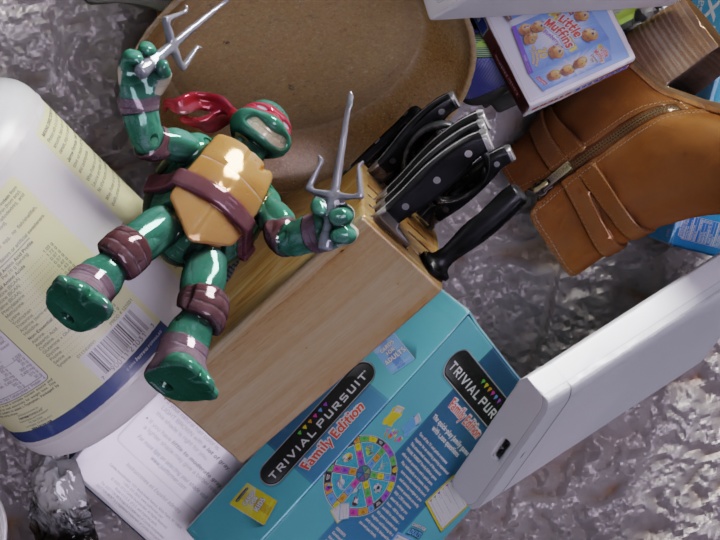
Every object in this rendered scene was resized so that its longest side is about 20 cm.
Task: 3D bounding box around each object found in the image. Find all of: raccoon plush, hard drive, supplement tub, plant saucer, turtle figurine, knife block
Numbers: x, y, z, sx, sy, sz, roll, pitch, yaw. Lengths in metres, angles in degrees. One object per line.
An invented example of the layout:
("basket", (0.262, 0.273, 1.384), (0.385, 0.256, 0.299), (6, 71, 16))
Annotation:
("raccoon plush", (-0.209, 0.202, 1.305), (0.134, 0.097, 0.200), (-15, 108, -12))
("hard drive", (0.152, 0.059, 1.359), (0.200, 0.132, 0.027), (-30, 71, -33))
("supplement tub", (-0.192, -0.012, 1.240), (0.145, 0.145, 0.200), (-46, 111, -6))
("plant saucer", (-0.035, -0.118, 1.288), (0.200, 0.035, 0.200), (-8, 142, -6))
("turtle figurine", (-0.074, -0.037, 1.187), (0.150, 0.101, 0.200), (27, 63, 3))
("knife block", (0.000, 0.000, 1.220), (0.064, 0.175, 0.200), (42, 63, -19))

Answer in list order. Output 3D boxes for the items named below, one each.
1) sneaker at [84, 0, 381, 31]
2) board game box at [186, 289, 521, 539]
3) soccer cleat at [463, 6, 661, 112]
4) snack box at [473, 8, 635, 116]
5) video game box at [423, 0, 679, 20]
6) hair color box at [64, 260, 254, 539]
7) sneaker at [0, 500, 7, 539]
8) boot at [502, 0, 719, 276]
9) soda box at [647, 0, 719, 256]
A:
("sneaker", (-0.068, -0.167, 1.302), (0.200, 0.074, 0.079), (12, 121, -24))
("board game box", (0.009, 0.119, 1.353), (0.200, 0.047, 0.151), (-48, 144, -6))
("soccer cleat", (0.126, -0.176, 1.363), (0.200, 0.065, 0.084), (-37, 107, -9))
("snack box", (0.083, -0.194, 1.324), (0.072, 0.024, 0.200), (-25, 84, -12))
("video game box", (0.094, -0.233, 1.277), (0.200, 0.047, 0.183), (-8, 79, -41))
("hair color box", (-0.077, 0.066, 1.341), (0.200, 0.061, 0.100), (-47, 110, -5))
("sneaker", (-0.270, 0.189, 1.270), (0.074, 0.116, 0.200), (35, 90, -24))
("boot", (0.177, -0.046, 1.335), (0.155, 0.200, 0.077), (-40, 155, 17))
("soda box", (0.228, -0.110, 1.409), (0.064, 0.068, 0.200), (14, 96, -21))
